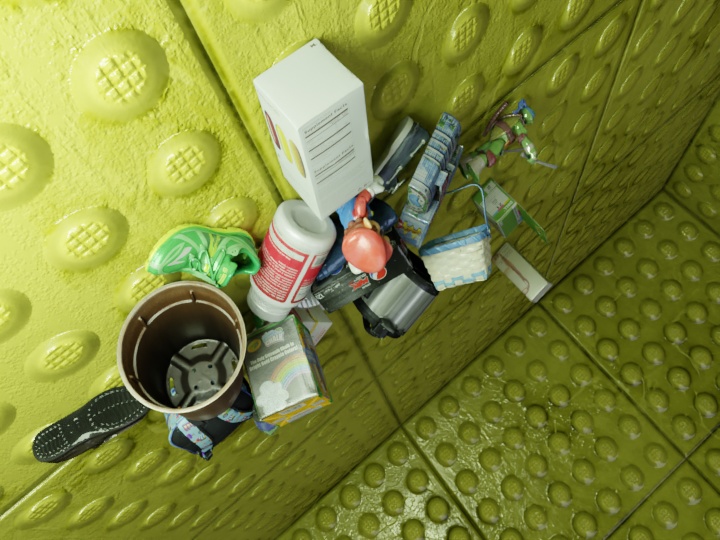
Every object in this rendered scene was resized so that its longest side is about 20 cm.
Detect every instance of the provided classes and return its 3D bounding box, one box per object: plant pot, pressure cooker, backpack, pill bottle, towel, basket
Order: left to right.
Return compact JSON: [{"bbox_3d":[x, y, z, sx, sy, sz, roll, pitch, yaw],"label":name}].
[{"bbox_3d":[-0.279,0.152,0.950,0.197,0.202,0.200,-33,163,-18],"label":"plant pot"},{"bbox_3d":[-0.309,0.265,1.127,0.181,0.135,0.201,-38,156,-8],"label":"backpack"},{"bbox_3d":[-0.127,-0.011,0.991,0.110,0.113,0.203,-12,142,-47],"label":"pill bottle"},{"bbox_3d":[-0.024,-0.063,1.084,0.198,0.111,0.049,-37,112,-6],"label":"towel"},{"bbox_3d":[0.072,0.058,1.329,0.202,0.179,0.174,-50,157,17],"label":"pressure cooker"},{"bbox_3d":[0.201,-0.072,1.246,0.171,0.207,0.139,-10,-166,24],"label":"basket"}]

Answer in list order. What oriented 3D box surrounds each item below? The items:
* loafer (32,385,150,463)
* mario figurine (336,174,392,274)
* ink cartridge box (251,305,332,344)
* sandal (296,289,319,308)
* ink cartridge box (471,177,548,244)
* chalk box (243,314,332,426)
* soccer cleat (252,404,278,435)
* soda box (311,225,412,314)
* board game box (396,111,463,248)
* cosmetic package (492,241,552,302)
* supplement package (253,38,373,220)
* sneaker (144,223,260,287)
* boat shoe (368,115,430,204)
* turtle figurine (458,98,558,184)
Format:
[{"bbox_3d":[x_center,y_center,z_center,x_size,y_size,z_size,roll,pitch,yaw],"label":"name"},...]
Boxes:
[{"bbox_3d":[-0.462,0.268,0.992,0.195,0.074,0.072,-23,156,-22],"label":"loafer"},{"bbox_3d":[0.008,-0.079,0.966,0.103,0.204,0.125,-20,143,-1],"label":"mario figurine"},{"bbox_3d":[-0.141,0.133,1.255,0.117,0.068,0.198,-50,155,16],"label":"ink cartridge box"},{"bbox_3d":[-0.090,0.027,1.177,0.197,0.049,0.086,-9,104,-33],"label":"sandal"},{"bbox_3d":[0.395,-0.129,1.496,0.076,0.201,0.147,-43,156,8],"label":"ink cartridge box"},{"bbox_3d":[-0.148,0.172,1.085,0.121,0.206,0.124,-22,158,2],"label":"chalk box"},{"bbox_3d":[-0.157,0.249,1.194,0.202,0.063,0.085,-56,144,-36],"label":"soccer cleat"},{"bbox_3d":[0.000,0.000,1.097,0.196,0.064,0.071,-28,129,15],"label":"soda box"},{"bbox_3d":[0.131,-0.156,1.075,0.200,0.060,0.205,78,36,-78],"label":"board game box"},{"bbox_3d":[0.554,0.006,1.957,0.088,0.201,0.102,-48,154,15],"label":"cosmetic package"},{"bbox_3d":[-0.059,-0.192,0.804,0.108,0.114,0.202,-36,154,-13],"label":"supplement package"},{"bbox_3d":[-0.227,-0.020,0.857,0.197,0.084,0.075,-9,141,-50],"label":"sneaker"},{"bbox_3d":[0.052,-0.180,1.035,0.203,0.061,0.075,-56,-164,16],"label":"boat shoe"},{"bbox_3d":[0.320,-0.249,1.250,0.191,0.146,0.201,-33,144,-1],"label":"turtle figurine"}]
